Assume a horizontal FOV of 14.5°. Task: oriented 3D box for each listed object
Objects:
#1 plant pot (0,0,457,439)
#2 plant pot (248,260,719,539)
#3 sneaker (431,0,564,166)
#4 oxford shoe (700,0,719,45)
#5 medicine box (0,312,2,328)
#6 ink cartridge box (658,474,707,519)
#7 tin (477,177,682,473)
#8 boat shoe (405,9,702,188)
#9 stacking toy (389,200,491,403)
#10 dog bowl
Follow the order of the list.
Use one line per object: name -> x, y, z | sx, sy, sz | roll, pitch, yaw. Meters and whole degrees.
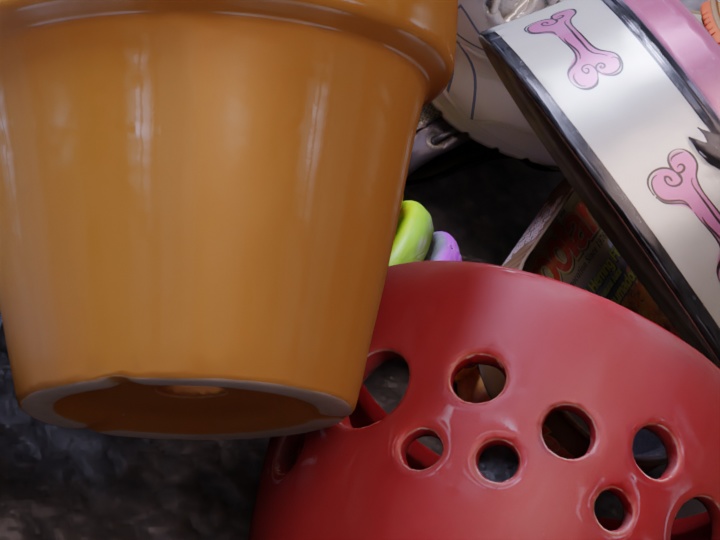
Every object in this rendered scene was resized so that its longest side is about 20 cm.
plant pot -> -0.063, -0.037, 1.060 | 0.200, 0.200, 0.184 | 5, 77, -20
plant pot -> 0.048, 0.124, 1.118 | 0.200, 0.200, 0.183 | 25, 60, -7
sneaker -> 0.051, -0.122, 1.242 | 0.200, 0.087, 0.075 | 46, 73, -15
oxford shoe -> 0.207, -0.061, 1.173 | 0.072, 0.071, 0.200 | -35, 45, 1
medicine box -> -0.243, 0.014, 1.071 | 0.200, 0.103, 0.182 | 26, 23, -7
ink cartridge box -> 0.244, 0.125, 1.277 | 0.200, 0.068, 0.116 | 45, 54, 8
tin -> 0.115, 0.018, 1.273 | 0.112, 0.042, 0.200 | 51, 38, -10
boat shoe -> 0.089, -0.077, 1.336 | 0.199, 0.072, 0.065 | -10, 72, -25
stacking toy -> 0.000, 0.000, 1.244 | 0.200, 0.110, 0.116 | 41, 54, -14
dog bowl -> 0.134, -0.036, 1.164 | 0.074, 0.200, 0.200 | -35, 75, 2
